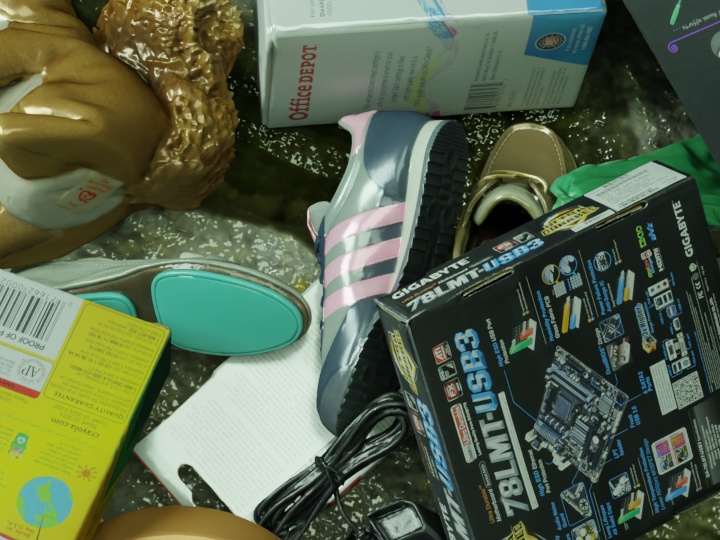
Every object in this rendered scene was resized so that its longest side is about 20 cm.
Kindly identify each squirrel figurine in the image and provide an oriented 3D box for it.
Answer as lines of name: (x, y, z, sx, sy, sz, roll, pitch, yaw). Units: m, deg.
squirrel figurine: (-0.170, -0.122, 1.678, 0.199, 0.142, 0.187, -8, 58, -16)

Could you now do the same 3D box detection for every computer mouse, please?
computer mouse: (0.047, 0.154, 1.654, 0.200, 0.046, 0.140, 37, 107, -17)

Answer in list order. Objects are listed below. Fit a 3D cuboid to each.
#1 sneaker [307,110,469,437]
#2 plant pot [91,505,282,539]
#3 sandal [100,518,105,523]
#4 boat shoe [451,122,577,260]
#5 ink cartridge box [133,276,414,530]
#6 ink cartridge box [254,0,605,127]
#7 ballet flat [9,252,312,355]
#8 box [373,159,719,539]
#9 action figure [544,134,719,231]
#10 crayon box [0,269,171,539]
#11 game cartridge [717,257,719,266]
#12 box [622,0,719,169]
sneaker: (0.000, 0.000, 1.662, 0.082, 0.070, 0.201, 15, 83, 28)
plant pot: (-0.105, 0.249, 1.576, 0.199, 0.140, 0.201, -1, 103, -2)
sandal: (-0.162, 0.131, 1.665, 0.206, 0.079, 0.059, 37, 78, -6)
boat shoe: (0.095, -0.024, 1.673, 0.074, 0.067, 0.200, 0, 46, 10)
ink cartridge box: (-0.031, 0.083, 1.693, 0.200, 0.050, 0.109, -41, 86, -9)
ink cartridge box: (0.036, -0.156, 1.681, 0.199, 0.145, 0.085, -5, 71, -6)
ballet flat: (-0.125, 0.013, 1.673, 0.199, 0.064, 0.068, -2, 123, 10)
box: (0.125, 0.066, 1.600, 0.198, 0.050, 0.201, -26, 115, -17)
action figure: (0.182, -0.039, 1.678, 0.199, 0.055, 0.118, -9, 39, -38)
crayon box: (-0.202, 0.104, 1.581, 0.127, 0.051, 0.200, 20, 59, 7)
game cartridge: (0.156, 0.087, 1.689, 0.199, 0.042, 0.134, -21, 110, -10)
box: (0.236, -0.158, 1.649, 0.106, 0.122, 0.200, -23, 109, 28)
